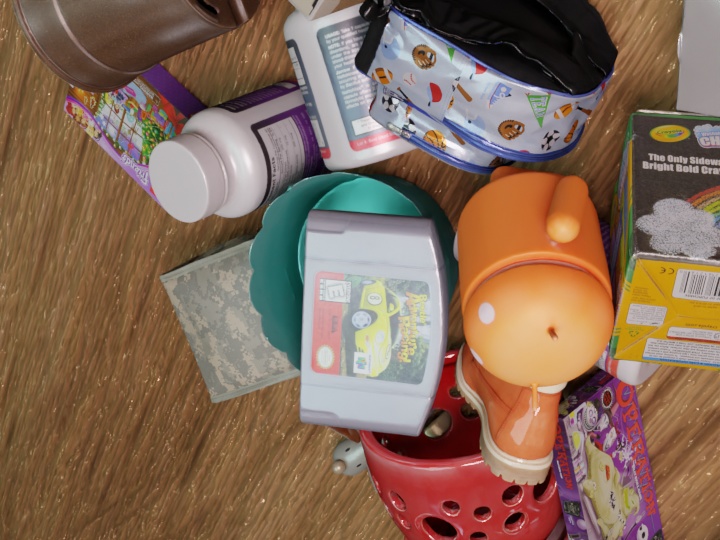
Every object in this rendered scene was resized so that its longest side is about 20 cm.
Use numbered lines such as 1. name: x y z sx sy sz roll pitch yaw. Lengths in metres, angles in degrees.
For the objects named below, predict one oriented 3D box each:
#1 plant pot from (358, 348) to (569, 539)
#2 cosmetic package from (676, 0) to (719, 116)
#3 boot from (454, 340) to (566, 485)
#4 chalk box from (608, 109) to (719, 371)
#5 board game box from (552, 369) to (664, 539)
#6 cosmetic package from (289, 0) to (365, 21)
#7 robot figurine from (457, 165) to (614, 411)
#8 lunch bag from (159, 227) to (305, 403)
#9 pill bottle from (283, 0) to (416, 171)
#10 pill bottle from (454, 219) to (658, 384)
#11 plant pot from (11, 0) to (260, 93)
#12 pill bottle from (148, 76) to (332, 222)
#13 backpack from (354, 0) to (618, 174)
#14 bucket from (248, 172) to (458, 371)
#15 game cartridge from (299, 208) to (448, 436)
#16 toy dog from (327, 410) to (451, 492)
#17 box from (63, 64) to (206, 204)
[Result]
1. plant pot: 0.113 0.199 1.157 0.200 0.200 0.183 9 127 38
2. cosmetic package: 0.338 -0.160 0.854 0.199 0.090 0.107 21 124 36
3. boot: 0.136 0.085 1.029 0.074 0.200 0.108 5 115 -10
4. chalk box: 0.261 -0.039 0.912 0.124 0.201 0.124 6 139 7
5. board game box: 0.232 0.203 1.104 0.032 0.120 0.201 -1 111 41
6. cosmetic package: 0.017 -0.289 0.989 0.071 0.200 0.105 47 135 11
7. robot figurine: 0.132 0.004 0.902 0.143 0.201 0.117 -31 126 28
8. lunch bag: -0.098 0.036 1.309 0.199 0.117 0.165 -18 98 33
9. pill bottle: -0.005 -0.206 1.108 0.119 0.119 0.201 -7 105 43
10. pill bottle: 0.185 0.004 1.039 0.199 0.111 0.112 33 129 25
11. plant pot: -0.220 -0.302 1.210 0.197 0.200 0.201 -8 105 36
12. pill bottle: -0.113 -0.119 1.189 0.111 0.200 0.112 19 123 34
13. backpack: 0.109 -0.169 0.986 0.190 0.200 0.155 29 133 19
14. bucket: 0.000 0.000 1.149 0.206 0.135 0.209 2 99 14
15. game cartridge: 0.013 0.048 1.067 0.132 0.041 0.201 4 101 9
16. toy dog: 0.021 0.188 1.299 0.132 0.096 0.201 37 131 22
17. box: -0.267 -0.187 1.405 0.200 0.039 0.137 43 134 17
